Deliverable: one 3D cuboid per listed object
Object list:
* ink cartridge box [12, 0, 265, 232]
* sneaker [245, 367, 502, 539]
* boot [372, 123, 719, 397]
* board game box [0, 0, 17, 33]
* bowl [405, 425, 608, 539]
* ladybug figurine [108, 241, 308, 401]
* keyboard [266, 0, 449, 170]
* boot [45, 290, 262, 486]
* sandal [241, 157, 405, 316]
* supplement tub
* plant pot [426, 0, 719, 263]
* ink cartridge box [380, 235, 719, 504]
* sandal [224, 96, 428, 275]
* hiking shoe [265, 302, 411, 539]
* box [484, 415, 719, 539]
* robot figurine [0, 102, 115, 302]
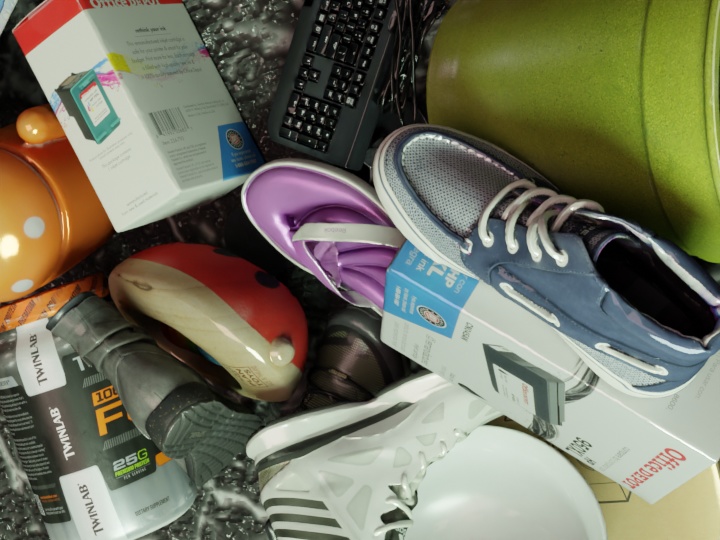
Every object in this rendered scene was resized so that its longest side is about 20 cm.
[{"bbox_3d":[-0.163,-0.139,0.855,0.067,0.116,0.200,-28,89,30],"label":"ink cartridge box"},{"bbox_3d":[0.034,0.133,0.777,0.200,0.076,0.115,-19,65,3],"label":"sneaker"},{"bbox_3d":[0.092,-0.020,0.587,0.200,0.090,0.073,36,75,11],"label":"boot"},{"bbox_3d":[-0.318,-0.153,0.871,0.200,0.043,0.199,1,67,54],"label":"board game box"},{"bbox_3d":[0.072,0.209,0.787,0.201,0.201,0.090,0,141,28],"label":"bowl"},{"bbox_3d":[-0.104,0.031,0.867,0.200,0.072,0.136,18,155,47],"label":"ladybug figurine"},{"bbox_3d":[0.003,-0.168,0.780,0.104,0.040,0.200,21,100,21],"label":"keyboard"},{"bbox_3d":[-0.146,0.081,0.869,0.132,0.200,0.070,41,76,17],"label":"boot"},{"bbox_3d":[0.003,-0.006,0.804,0.203,0.050,0.082,34,120,6],"label":"sandal"},{"bbox_3d":[-0.215,0.110,0.946,0.122,0.123,0.200,-16,96,30],"label":"supplement tub"},{"bbox_3d":[0.148,-0.102,0.671,0.193,0.200,0.201,5,106,39],"label":"plant pot"},{"bbox_3d":[0.117,0.040,0.692,0.200,0.145,0.084,30,73,10],"label":"ink cartridge box"},{"bbox_3d":[-0.021,-0.048,0.846,0.200,0.043,0.076,-34,86,31],"label":"sandal"},{"bbox_3d":[-0.022,0.122,0.858,0.076,0.101,0.200,20,111,22],"label":"hiking shoe"},{"bbox_3d":[0.153,0.099,0.805,0.163,0.021,0.200,-10,99,30],"label":"box"},{"bbox_3d":[-0.246,-0.046,0.873,0.144,0.200,0.117,-23,101,23],"label":"robot figurine"}]
